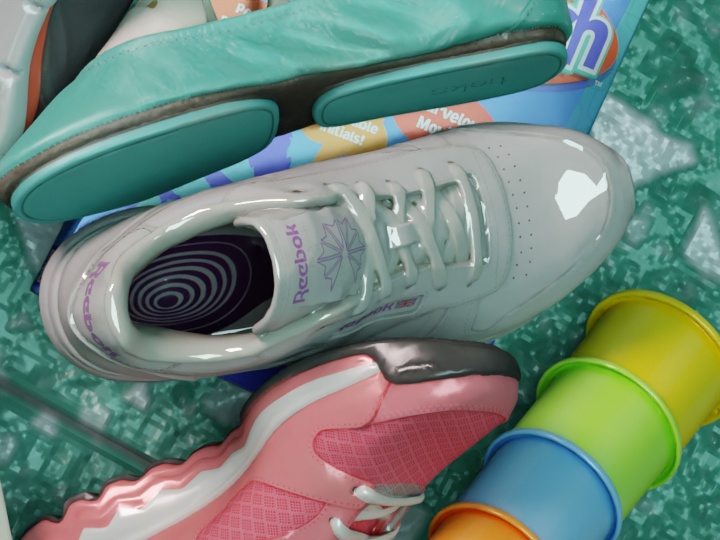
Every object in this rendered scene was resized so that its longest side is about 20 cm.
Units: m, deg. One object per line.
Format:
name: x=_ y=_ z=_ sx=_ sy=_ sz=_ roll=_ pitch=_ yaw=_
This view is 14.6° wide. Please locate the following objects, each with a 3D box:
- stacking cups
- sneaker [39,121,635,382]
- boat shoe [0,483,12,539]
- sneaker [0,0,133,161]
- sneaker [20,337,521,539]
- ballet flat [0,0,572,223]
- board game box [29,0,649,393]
stacking cups: x=0.059 y=0.087 z=0.935 sx=0.061 sy=0.060 sz=0.200 roll=48 pitch=49 yaw=-9
sneaker: x=0.000 y=0.000 z=0.906 sx=0.200 sy=0.100 sz=0.075 roll=-15 pitch=93 yaw=-12
boat shoe: x=-0.158 y=0.074 z=0.933 sx=0.066 sy=0.074 sz=0.200 roll=-20 pitch=105 yaw=-22
sneaker: x=-0.101 y=-0.112 z=0.917 sx=0.077 sy=0.082 sz=0.200 roll=38 pitch=111 yaw=7
sneaker: x=-0.021 y=0.091 z=0.919 sx=0.200 sy=0.074 sz=0.087 roll=-32 pitch=66 yaw=27
ballet flat: x=-0.031 y=-0.073 z=0.921 sx=0.200 sy=0.067 sz=0.070 roll=-16 pitch=73 yaw=-12
board game box: x=-0.004 y=-0.051 z=0.976 sx=0.152 sy=0.045 sz=0.200 roll=25 pitch=86 yaw=-11
